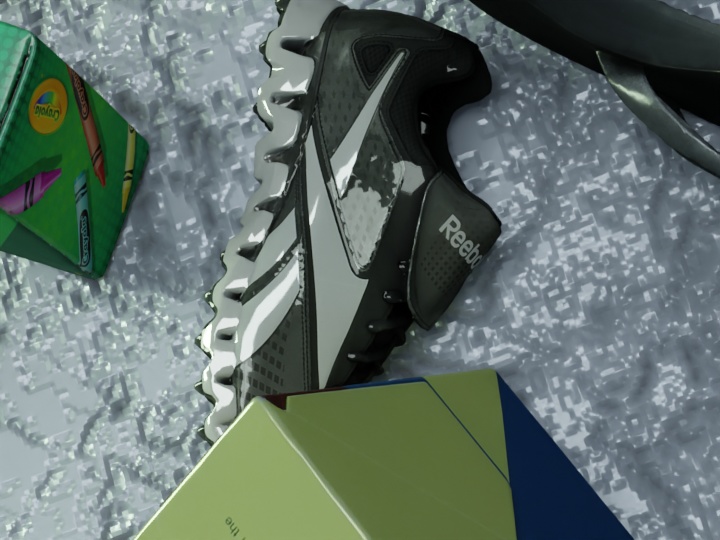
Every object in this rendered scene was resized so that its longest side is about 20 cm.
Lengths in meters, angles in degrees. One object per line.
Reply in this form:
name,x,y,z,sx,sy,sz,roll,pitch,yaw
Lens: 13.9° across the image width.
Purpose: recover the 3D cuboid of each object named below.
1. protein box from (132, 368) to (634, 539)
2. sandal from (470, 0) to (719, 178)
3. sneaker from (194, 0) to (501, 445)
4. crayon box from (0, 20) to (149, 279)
protein box,0.005,0.171,0.881,0.200,0.135,0.199,-49,66,24
sandal,0.108,-0.057,0.989,0.200,0.076,0.043,28,83,31
sneaker,0.000,0.000,1.002,0.090,0.066,0.201,5,74,19
crayon box,-0.188,-0.064,1.044,0.199,0.119,0.059,17,80,19
